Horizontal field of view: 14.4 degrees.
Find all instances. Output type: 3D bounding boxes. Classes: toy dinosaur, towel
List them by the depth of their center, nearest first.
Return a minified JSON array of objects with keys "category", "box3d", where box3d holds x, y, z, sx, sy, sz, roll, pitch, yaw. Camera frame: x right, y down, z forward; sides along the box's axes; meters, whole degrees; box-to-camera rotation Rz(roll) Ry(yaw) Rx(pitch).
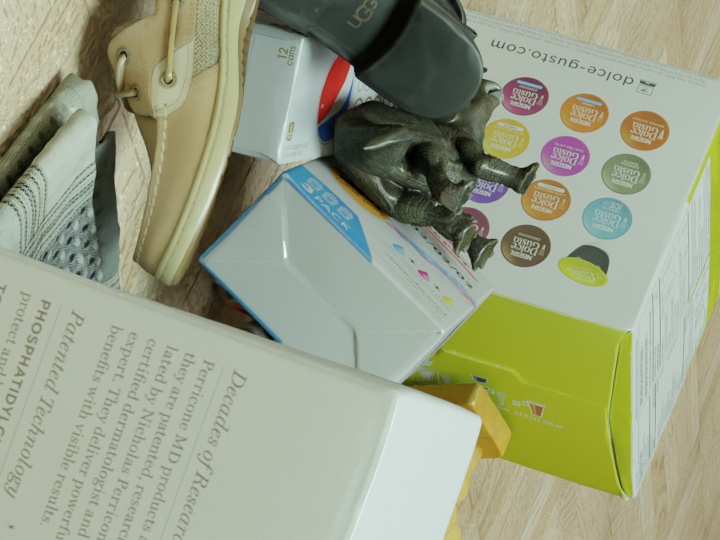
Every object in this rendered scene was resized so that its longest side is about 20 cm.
[{"category":"towel","box3d":[-0.154,0.038,1.281,0.193,0.034,0.200,88,24,-44]},{"category":"toy dinosaur","box3d":[0.025,-0.055,1.472,0.200,0.102,0.077,-14,132,-60]}]

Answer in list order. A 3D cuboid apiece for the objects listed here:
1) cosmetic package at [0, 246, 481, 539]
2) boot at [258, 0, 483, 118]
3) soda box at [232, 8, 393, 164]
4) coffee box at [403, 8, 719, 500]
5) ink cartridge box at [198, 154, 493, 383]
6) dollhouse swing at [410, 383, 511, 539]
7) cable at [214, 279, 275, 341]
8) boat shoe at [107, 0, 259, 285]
[{"category":"cosmetic package","box3d":[-0.080,0.102,1.196,0.167,0.199,0.167,26,83,-74]},{"category":"boot","box3d":[-0.012,-0.161,1.444,0.069,0.200,0.174,-41,-163,12]},{"category":"soda box","box3d":[-0.030,-0.101,1.499,0.200,0.063,0.068,-18,122,-70]},{"category":"coffee box","box3d":[0.110,-0.010,1.784,0.200,0.199,0.198,82,29,-56]},{"category":"ink cartridge box","box3d":[0.000,0.000,1.494,0.068,0.115,0.200,-45,177,13]},{"category":"dollhouse swing","box3d":[0.039,0.203,1.782,0.176,0.181,0.201,40,61,-32]},{"category":"cable","box3d":[-0.042,0.037,1.613,0.200,0.050,0.097,44,28,-75]},{"category":"boat shoe","box3d":[-0.085,-0.093,1.314,0.071,0.064,0.201,128,-26,-77]}]
